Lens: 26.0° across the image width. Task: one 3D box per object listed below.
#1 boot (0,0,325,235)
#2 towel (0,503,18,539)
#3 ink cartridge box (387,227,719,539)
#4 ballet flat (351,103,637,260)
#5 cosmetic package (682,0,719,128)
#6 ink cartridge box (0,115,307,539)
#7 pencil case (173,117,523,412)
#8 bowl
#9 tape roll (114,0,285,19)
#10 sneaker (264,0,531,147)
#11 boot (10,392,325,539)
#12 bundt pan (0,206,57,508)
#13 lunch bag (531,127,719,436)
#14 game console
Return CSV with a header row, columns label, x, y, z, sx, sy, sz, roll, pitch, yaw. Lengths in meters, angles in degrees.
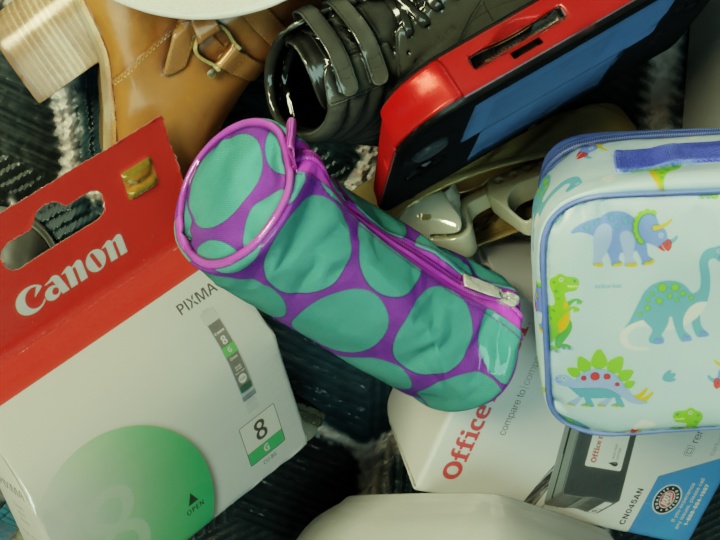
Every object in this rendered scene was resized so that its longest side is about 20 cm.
label,x,y,z,sx,sy,sz,roll,pitch,yaw
boot,-0.079,-0.098,0.821,0.154,0.074,0.201,-33,124,3
towel,-0.204,0.233,1.013,0.146,0.022,0.200,-39,121,11
ink cartridge box,0.135,0.074,0.965,0.198,0.084,0.146,13,115,-19
ballet flat,0.070,-0.040,0.892,0.198,0.063,0.069,-23,133,1
cosmetic package,0.238,-0.092,0.881,0.089,0.107,0.202,-10,120,-7
ink cartridge box,-0.118,0.049,0.784,0.160,0.050,0.202,-36,128,-30
pencil case,0.000,0.000,0.808,0.092,0.086,0.199,-31,136,30
bowl,0.068,0.187,0.965,0.198,0.076,0.199,-9,157,43
tape roll,-0.075,-0.218,0.727,0.200,0.037,0.205,0,103,-2
sneaker,0.024,-0.127,0.760,0.099,0.071,0.200,-14,152,-45
boot,-0.114,0.119,0.894,0.199,0.067,0.132,10,100,-47
bundt pan,-0.236,0.062,0.874,0.199,0.076,0.204,-6,120,-11
lunch bag,0.190,0.002,0.824,0.197,0.083,0.162,-4,122,6
game console,0.096,-0.100,0.796,0.199,0.177,0.031,-30,78,-7
